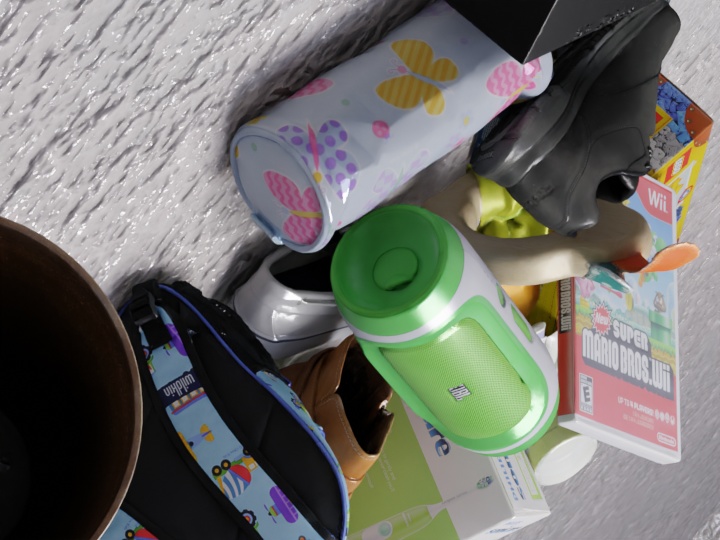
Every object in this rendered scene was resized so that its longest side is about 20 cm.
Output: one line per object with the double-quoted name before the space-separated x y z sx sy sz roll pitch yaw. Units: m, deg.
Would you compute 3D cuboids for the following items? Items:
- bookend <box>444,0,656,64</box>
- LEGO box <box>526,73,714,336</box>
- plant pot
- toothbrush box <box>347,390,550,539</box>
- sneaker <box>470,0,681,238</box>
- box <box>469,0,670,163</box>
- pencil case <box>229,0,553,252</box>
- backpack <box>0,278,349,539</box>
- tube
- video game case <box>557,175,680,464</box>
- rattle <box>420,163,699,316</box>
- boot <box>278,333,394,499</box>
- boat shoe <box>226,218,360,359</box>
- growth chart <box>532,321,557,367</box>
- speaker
"bookend" 0.150 -0.241 1.387 0.198 0.092 0.200 -29 153 -47
"LEGO box" 0.178 -0.044 1.880 0.149 0.077 0.200 -40 161 -19
"plant pot" -0.203 0.084 1.193 0.187 0.187 0.200 -41 176 -15
"toothbrush box" 0.003 0.138 1.664 0.199 0.146 0.086 -28 167 18
"sneaker" 0.147 -0.092 1.529 0.200 0.091 0.076 -47 -173 -35
"box" 0.148 -0.152 1.651 0.136 0.038 0.200 -36 159 -27
"pencil case" 0.018 -0.091 1.424 0.200 0.083 0.091 -36 173 -31
"backpack" -0.094 0.131 1.450 0.183 0.200 0.135 -48 162 3
"tube" 0.093 0.059 1.726 0.058 0.200 0.052 -34 147 -2
"video game case" 0.178 0.022 1.707 0.017 0.201 0.143 -11 159 35
"rattle" 0.132 0.015 1.569 0.130 0.199 0.144 -17 120 -43
"boot" -0.030 0.148 1.549 0.076 0.201 0.155 21 143 -31
"boat shoe" 0.000 0.000 1.586 0.200 0.074 0.065 -28 158 -47
"growth chart" 0.075 0.074 1.872 0.199 0.018 0.145 -10 153 -16
"speaker" 0.053 0.039 1.496 0.088 0.088 0.200 -45 144 -4
